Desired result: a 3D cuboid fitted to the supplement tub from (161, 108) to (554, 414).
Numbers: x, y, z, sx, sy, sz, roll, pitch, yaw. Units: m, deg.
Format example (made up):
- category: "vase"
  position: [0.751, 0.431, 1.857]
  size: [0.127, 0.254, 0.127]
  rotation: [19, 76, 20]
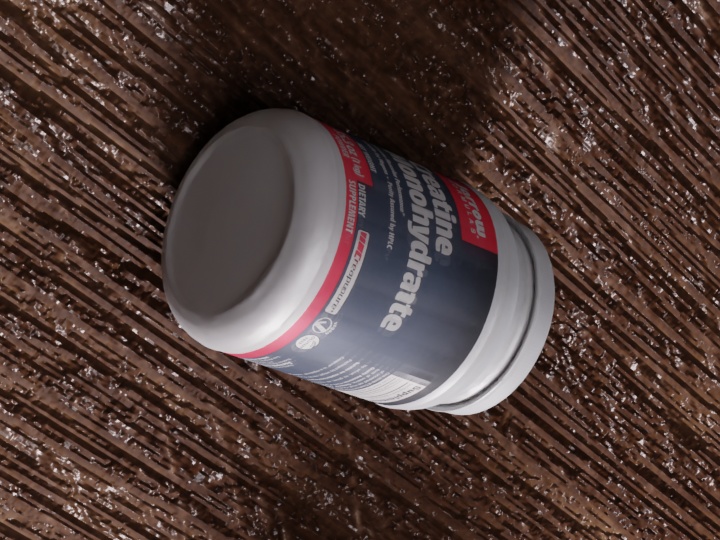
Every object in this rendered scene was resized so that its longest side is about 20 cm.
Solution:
- category: "supplement tub"
  position: [0.000, 0.000, 1.323]
  size: [0.200, 0.140, 0.140]
  rotation: [20, 105, -39]
